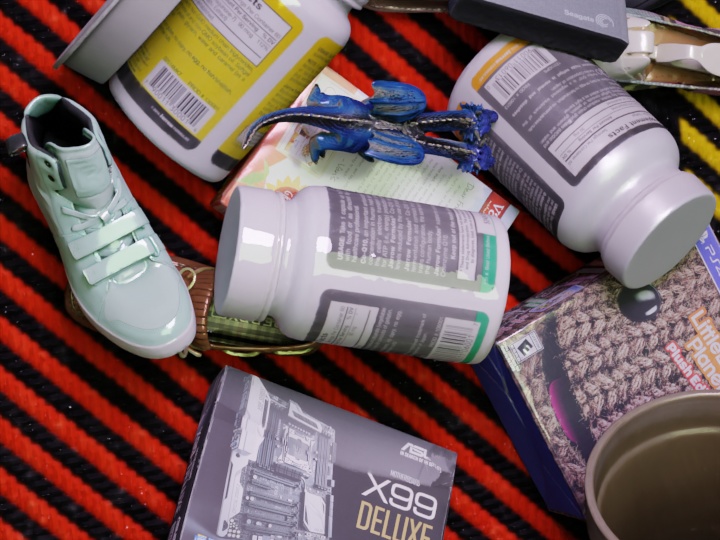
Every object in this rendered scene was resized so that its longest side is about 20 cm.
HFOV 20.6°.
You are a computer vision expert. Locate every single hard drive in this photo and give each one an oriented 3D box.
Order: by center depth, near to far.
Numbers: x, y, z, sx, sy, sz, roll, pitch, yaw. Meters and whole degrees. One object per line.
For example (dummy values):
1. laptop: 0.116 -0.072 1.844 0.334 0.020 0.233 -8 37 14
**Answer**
1. hard drive: 0.133 -0.257 1.519 0.139 0.033 0.201 13 53 -17

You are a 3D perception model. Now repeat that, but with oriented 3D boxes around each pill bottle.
1. pill bottle: 0.000 0.000 1.436 0.199 0.113 0.114 9 87 -12
2. pill bottle: -0.080 -0.173 1.446 0.114 0.114 0.200 42 100 -10
3. pill bottle: 0.167 -0.087 1.495 0.116 0.117 0.200 -37 65 -12

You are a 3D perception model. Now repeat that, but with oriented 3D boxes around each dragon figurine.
1. dragon figurine: 0.013 -0.105 1.428 0.199 0.099 0.059 6 87 -44

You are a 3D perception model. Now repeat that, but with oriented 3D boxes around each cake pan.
1. cake pan: -0.143 -0.209 1.416 0.037 0.200 0.200 41 80 -11

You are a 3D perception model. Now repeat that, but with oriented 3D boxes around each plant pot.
1. plant pot: 0.261 0.216 1.452 0.199 0.200 0.174 -16 131 -14

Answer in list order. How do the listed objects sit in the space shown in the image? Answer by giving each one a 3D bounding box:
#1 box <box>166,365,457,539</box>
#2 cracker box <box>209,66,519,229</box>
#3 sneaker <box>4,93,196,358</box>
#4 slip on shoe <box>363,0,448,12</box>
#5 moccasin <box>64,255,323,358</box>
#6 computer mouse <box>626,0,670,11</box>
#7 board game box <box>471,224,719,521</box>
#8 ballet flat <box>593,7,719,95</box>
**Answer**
1. box: -0.035 0.180 1.481 0.199 0.050 0.158 22 57 -13
2. cracker box: 0.004 -0.048 1.524 0.200 0.058 0.134 36 82 -10
3. sneaker: -0.187 -0.033 1.405 0.074 0.118 0.201 -31 69 -14
4. slip on shoe: 0.089 -0.239 1.547 0.199 0.061 0.077 -3 90 -14
5. moccasin: -0.121 0.031 1.479 0.200 0.078 0.074 15 86 -12
6. computer mouse: 0.270 -0.308 1.603 0.199 0.046 0.141 -30 97 -13
7. board game box: 0.208 0.076 1.553 0.199 0.097 0.160 -30 96 -13
8. ballet flat: 0.240 -0.174 1.580 0.199 0.071 0.070 5 91 -14
